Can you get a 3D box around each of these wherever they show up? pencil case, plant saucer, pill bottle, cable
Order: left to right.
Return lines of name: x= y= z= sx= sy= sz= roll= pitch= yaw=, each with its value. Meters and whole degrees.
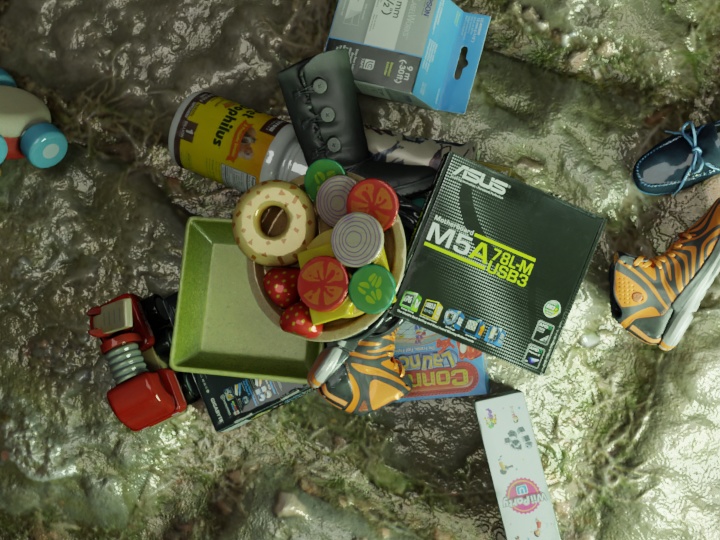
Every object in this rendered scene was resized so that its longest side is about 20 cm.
pill bottle: x=-0.149 y=-0.160 z=1.170 sx=0.199 sy=0.109 sz=0.110 roll=22 pitch=89 yaw=13
plant saucer: x=-0.134 y=0.038 z=1.124 sx=0.198 sy=0.048 sz=0.201 roll=4 pitch=82 yaw=9
cable: x=0.000 y=0.000 z=1.024 sx=0.163 sy=0.051 sz=0.201 roll=36 pitch=87 yaw=1
pencil case: x=0.057 y=-0.147 z=1.143 sx=0.198 sy=0.089 sz=0.078 roll=13 pitch=115 yaw=13

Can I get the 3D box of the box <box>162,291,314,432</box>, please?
box: x=-0.158 y=0.095 z=1.176 sx=0.158 sy=0.046 sz=0.201 roll=-27 pitch=79 yaw=8

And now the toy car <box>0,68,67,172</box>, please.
toy car: x=-0.549 y=-0.162 z=1.254 sx=0.184 sy=0.176 sz=0.201 roll=44 pitch=123 yaw=25

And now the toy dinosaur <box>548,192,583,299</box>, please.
toy dinosaur: x=0.200 y=-0.045 z=1.092 sx=0.199 sy=0.077 sz=0.103 roll=18 pitch=66 yaw=0

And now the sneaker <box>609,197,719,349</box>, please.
sneaker: x=0.371 y=-0.014 z=1.055 sx=0.112 sy=0.078 sz=0.201 roll=28 pitch=90 yaw=12

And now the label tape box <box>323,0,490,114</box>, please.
label tape box: x=0.059 y=-0.303 z=1.166 sx=0.199 sy=0.066 sz=0.144 roll=15 pitch=87 yaw=15

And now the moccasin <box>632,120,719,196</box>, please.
moccasin: x=0.431 y=-0.158 z=1.070 sx=0.199 sy=0.068 sz=0.081 roll=-26 pitch=79 yaw=8

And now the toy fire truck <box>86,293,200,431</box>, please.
toy fire truck: x=-0.294 y=0.109 z=1.124 sx=0.128 sy=0.200 sz=0.177 roll=-25 pitch=79 yaw=8

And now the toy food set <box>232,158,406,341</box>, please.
toy food set: x=-0.042 y=-0.022 z=0.971 sx=0.197 sy=0.049 sz=0.202 roll=-17 pitch=78 yaw=16

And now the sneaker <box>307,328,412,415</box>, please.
sneaker: x=0.030 y=0.089 z=1.074 sx=0.112 sy=0.078 sz=0.201 roll=37 pitch=78 yaw=-8

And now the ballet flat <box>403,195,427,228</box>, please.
ballet flat: x=0.015 y=-0.021 z=1.082 sx=0.199 sy=0.064 sz=0.068 roll=-30 pitch=68 yaw=-4

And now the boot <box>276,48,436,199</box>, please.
boot: x=-0.001 y=-0.177 z=1.079 sx=0.164 sy=0.066 sz=0.202 roll=-15 pitch=89 yaw=9

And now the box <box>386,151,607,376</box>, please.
box: x=0.151 y=-0.007 z=0.986 sx=0.199 sy=0.048 sz=0.194 roll=23 pitch=92 yaw=-5

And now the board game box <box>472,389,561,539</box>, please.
board game box: x=0.188 y=0.247 z=1.037 sx=0.064 sy=0.148 sz=0.202 roll=-14 pitch=82 yaw=7

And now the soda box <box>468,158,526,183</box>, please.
soda box: x=0.134 y=-0.028 z=1.051 sx=0.067 sy=0.064 sz=0.202 roll=17 pitch=89 yaw=29

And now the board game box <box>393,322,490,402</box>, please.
board game box: x=0.059 y=0.070 z=1.129 sx=0.198 sy=0.056 sz=0.198 roll=-7 pitch=82 yaw=11
